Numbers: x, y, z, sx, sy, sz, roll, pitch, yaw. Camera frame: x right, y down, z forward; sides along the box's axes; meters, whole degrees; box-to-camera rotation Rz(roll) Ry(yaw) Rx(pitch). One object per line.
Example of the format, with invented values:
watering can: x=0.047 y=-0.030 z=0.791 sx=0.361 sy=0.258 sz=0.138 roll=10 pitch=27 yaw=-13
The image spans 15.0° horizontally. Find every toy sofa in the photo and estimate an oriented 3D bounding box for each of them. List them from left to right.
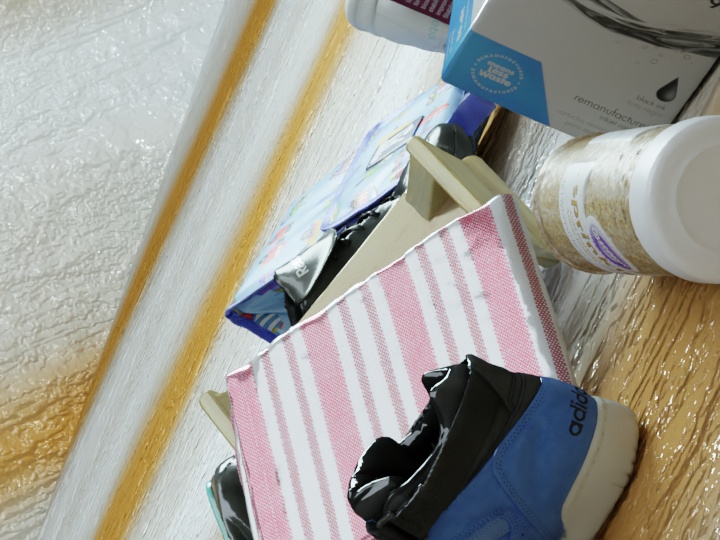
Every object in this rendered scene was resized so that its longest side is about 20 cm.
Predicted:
toy sofa: x=0.018 y=0.036 z=1.473 sx=0.200 sy=0.097 sz=0.083 roll=-50 pitch=53 yaw=10

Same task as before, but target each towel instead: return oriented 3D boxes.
towel: x=0.020 y=0.067 z=1.365 sx=0.200 sy=0.030 sz=0.147 roll=-34 pitch=50 yaw=24

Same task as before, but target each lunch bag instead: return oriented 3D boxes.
lunch bag: x=0.023 y=-0.040 z=1.732 sx=0.200 sy=0.094 sz=0.151 roll=-47 pitch=7 yaw=33

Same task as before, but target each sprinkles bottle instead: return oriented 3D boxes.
sprinkles bottle: x=0.130 y=-0.030 z=1.191 sx=0.200 sy=0.068 sz=0.069 roll=-175 pitch=107 yaw=-80

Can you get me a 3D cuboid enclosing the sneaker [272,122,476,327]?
sneaker: x=0.000 y=0.000 z=1.572 sx=0.066 sy=0.090 sz=0.201 roll=-161 pitch=94 yaw=-79

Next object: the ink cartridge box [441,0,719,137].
ink cartridge box: x=0.131 y=-0.154 z=1.308 sx=0.200 sy=0.115 sz=0.067 roll=122 pitch=166 yaw=-46

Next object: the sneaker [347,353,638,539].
sneaker: x=0.035 y=0.132 z=1.224 sx=0.077 sy=0.111 sz=0.201 roll=-98 pitch=31 yaw=-70

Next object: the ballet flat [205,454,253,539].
ballet flat: x=-0.032 y=0.183 z=1.515 sx=0.068 sy=0.068 sz=0.201 roll=-27 pitch=63 yaw=15

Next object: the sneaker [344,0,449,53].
sneaker: x=0.070 y=-0.163 z=1.735 sx=0.200 sy=0.088 sz=0.076 roll=-19 pitch=-49 yaw=-60

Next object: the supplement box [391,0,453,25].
supplement box: x=0.047 y=-0.218 z=1.638 sx=0.111 sy=0.199 sz=0.086 roll=-80 pitch=16 yaw=-51
